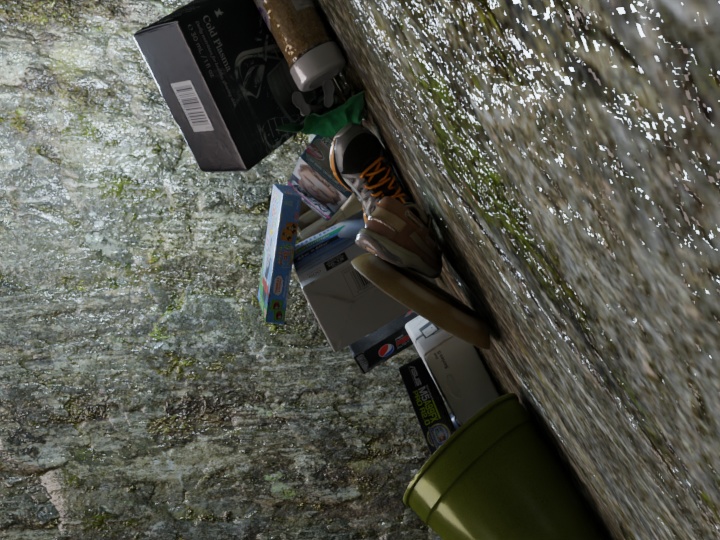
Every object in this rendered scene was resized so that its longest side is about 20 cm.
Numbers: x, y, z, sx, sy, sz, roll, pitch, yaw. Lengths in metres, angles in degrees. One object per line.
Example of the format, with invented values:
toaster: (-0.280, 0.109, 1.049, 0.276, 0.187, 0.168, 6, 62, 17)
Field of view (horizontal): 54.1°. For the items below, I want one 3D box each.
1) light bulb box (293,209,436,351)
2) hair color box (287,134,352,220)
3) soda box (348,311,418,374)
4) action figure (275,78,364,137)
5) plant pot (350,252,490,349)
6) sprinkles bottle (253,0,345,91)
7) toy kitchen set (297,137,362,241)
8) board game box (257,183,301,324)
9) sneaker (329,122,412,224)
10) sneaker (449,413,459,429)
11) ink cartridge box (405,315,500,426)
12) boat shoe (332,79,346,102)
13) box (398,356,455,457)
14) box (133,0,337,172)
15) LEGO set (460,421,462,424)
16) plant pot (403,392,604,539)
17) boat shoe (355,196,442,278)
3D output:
light bulb box: (0.000, 0.000, 1.166, 0.127, 0.195, 0.200, 63, 178, -22)
hair color box: (-0.060, -0.151, 1.164, 0.099, 0.061, 0.200, 39, 168, -5)
soda box: (0.068, 0.115, 1.398, 0.071, 0.197, 0.064, 59, 179, 44)
action figure: (-0.038, -0.206, 0.931, 0.200, 0.115, 0.056, -22, -84, -81)
plant pot: (0.078, 0.030, 0.857, 0.197, 0.028, 0.200, 31, -174, -3)
sprinkles bottle: (-0.092, -0.323, 0.857, 0.204, 0.067, 0.068, 62, 180, 0)
toy kitchen set: (-0.047, -0.123, 1.330, 0.166, 0.178, 0.200, 59, 179, 17)
board game box: (-0.136, -0.033, 1.169, 0.151, 0.036, 0.206, -137, 55, -73)
sneaker: (0.027, -0.108, 0.936, 0.077, 0.078, 0.202, 38, 165, 52)
sneaker: (0.203, 0.307, 1.415, 0.078, 0.144, 0.203, 61, 179, 26)
ink cartridge box: (0.156, 0.158, 1.216, 0.148, 0.083, 0.200, 60, 180, -11)
boat shoe: (-0.059, -0.261, 1.087, 0.203, 0.069, 0.070, 60, 176, 3)
box: (0.129, 0.261, 1.115, 0.161, 0.043, 0.203, 60, -172, -52)
box: (-0.160, -0.271, 0.953, 0.122, 0.197, 0.203, 6, 131, 44)
LEGO set: (0.220, 0.312, 1.036, 0.202, 0.114, 0.155, 61, 180, 34)
plant pot: (0.186, 0.294, 0.864, 0.193, 0.199, 0.201, 47, 174, 26)
boat shoe: (0.062, -0.040, 0.838, 0.074, 0.073, 0.199, 25, -177, 21)
